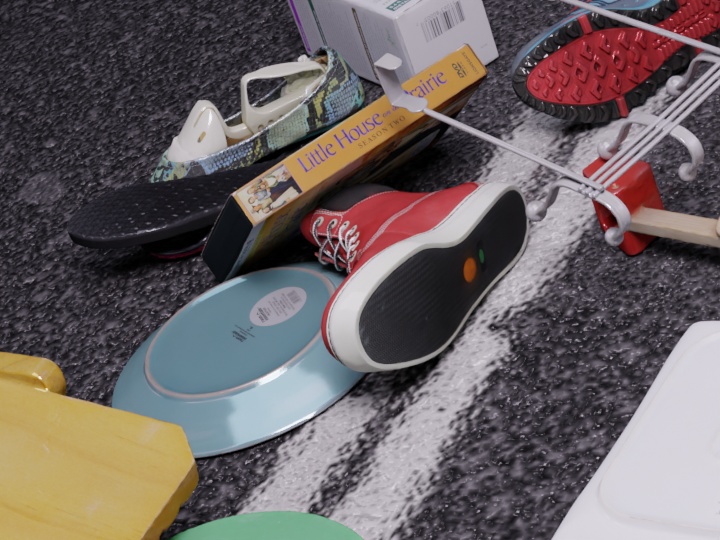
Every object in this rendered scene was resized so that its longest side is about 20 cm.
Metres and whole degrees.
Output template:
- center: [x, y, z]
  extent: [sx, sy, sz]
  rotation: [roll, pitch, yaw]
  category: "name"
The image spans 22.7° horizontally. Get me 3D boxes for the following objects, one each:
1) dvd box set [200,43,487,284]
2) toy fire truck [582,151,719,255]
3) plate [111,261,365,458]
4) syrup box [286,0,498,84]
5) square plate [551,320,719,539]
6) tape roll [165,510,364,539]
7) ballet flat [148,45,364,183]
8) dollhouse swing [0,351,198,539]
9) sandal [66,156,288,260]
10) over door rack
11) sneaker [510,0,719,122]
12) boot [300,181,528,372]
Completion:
- center: [-0.014, -0.071, 1.233]
  extent: [0.199, 0.029, 0.146]
  rotation: [-34, -6, -20]
  category: "dvd box set"
- center: [0.243, -0.047, 1.074]
  extent: [0.141, 0.049, 0.200]
  rotation: [-34, 32, -16]
  category: "toy fire truck"
- center: [-0.075, 0.047, 1.170]
  extent: [0.199, 0.026, 0.201]
  rotation: [-18, 30, 11]
  category: "plate"
- center: [0.019, -0.209, 1.462]
  extent: [0.078, 0.082, 0.200]
  rotation: [-32, 32, -17]
  category: "syrup box"
- center: [0.212, 0.088, 0.897]
  extent: [0.199, 0.029, 0.198]
  rotation: [3, 38, 39]
  category: "square plate"
- center: [-0.072, 0.204, 0.890]
  extent: [0.199, 0.048, 0.201]
  rotation: [-17, 31, 11]
  category: "tape roll"
- center: [-0.093, -0.115, 1.403]
  extent: [0.199, 0.075, 0.074]
  rotation: [-30, 30, -11]
  category: "ballet flat"
- center: [-0.199, 0.171, 0.995]
  extent: [0.175, 0.183, 0.200]
  rotation: [22, 45, 12]
  category: "dollhouse swing"
- center: [-0.117, -0.039, 1.332]
  extent: [0.198, 0.045, 0.075]
  rotation: [-13, 34, -10]
  category: "sandal"
- center: [0.132, -0.106, 1.111]
  extent: [0.148, 0.067, 0.200]
  rotation: [-40, 55, -23]
  category: "over door rack"
- center: [0.185, -0.165, 1.298]
  extent: [0.199, 0.080, 0.095]
  rotation: [-26, 19, -21]
  category: "sneaker"
- center: [0.000, 0.000, 1.132]
  extent: [0.143, 0.073, 0.200]
  rotation: [4, 27, 33]
  category: "boot"
